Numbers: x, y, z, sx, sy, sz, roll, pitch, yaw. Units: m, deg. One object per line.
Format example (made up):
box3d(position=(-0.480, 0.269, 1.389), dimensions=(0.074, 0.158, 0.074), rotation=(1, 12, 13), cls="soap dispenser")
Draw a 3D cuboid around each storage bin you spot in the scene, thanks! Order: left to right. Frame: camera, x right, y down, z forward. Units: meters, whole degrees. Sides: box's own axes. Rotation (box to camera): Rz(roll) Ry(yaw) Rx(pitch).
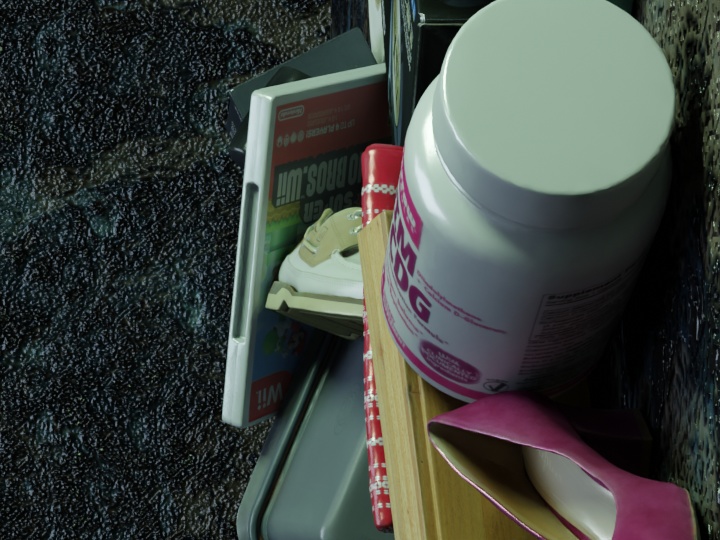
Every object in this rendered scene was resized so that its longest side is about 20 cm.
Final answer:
box3d(position=(0.035, 0.102, 1.341), dimensions=(0.201, 0.145, 0.134), rotation=(-66, 12, -8), cls="storage bin")

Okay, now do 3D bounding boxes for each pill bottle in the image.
box3d(position=(0.071, -0.028, 1.004), dimensions=(0.200, 0.113, 0.114), rotation=(99, 170, -64), cls="pill bottle")

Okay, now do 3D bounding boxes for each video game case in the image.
box3d(position=(-0.025, -0.017, 1.392), dimensions=(0.143, 0.017, 0.201), rotation=(-19, -60, -53), cls="video game case")

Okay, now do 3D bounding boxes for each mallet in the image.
box3d(position=(-0.019, -0.039, 1.439), dimensions=(0.066, 0.041, 0.200), rotation=(-52, -41, -19), cls="mallet")

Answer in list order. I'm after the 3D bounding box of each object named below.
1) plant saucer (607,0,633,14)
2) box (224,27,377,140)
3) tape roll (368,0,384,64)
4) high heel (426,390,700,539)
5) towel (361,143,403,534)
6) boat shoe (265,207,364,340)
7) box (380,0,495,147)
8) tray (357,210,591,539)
box3d(position=(0.111, -0.109, 1.107), dimensions=(0.201, 0.019, 0.070), rotation=(93, 175, -46), cls="plant saucer")
box3d(position=(-0.008, -0.050, 1.670), dimensions=(0.201, 0.104, 0.182), rotation=(64, 175, 1), cls="box")
box3d(position=(0.046, -0.234, 1.636), dimensions=(0.202, 0.070, 0.204), rotation=(180, 90, -85), cls="tape roll")
box3d(position=(0.083, 0.103, 0.964), dimensions=(0.200, 0.095, 0.068), rotation=(-98, 10, -64), cls="high heel")
box3d(position=(0.058, 0.043, 1.171), dimensions=(0.022, 0.144, 0.201), rotation=(-24, 59, 43), cls="towel")
box3d(position=(0.000, 0.000, 1.269), dimensions=(0.200, 0.074, 0.069), rotation=(9, 78, 69), cls="boat shoe")
box3d(position=(0.061, -0.149, 1.316), dimensions=(0.164, 0.086, 0.201), rotation=(94, 174, -50), cls="box")
box3d(position=(0.061, 0.072, 1.109), dimensions=(0.037, 0.098, 0.201), rotation=(139, 128, -58), cls="tray")
